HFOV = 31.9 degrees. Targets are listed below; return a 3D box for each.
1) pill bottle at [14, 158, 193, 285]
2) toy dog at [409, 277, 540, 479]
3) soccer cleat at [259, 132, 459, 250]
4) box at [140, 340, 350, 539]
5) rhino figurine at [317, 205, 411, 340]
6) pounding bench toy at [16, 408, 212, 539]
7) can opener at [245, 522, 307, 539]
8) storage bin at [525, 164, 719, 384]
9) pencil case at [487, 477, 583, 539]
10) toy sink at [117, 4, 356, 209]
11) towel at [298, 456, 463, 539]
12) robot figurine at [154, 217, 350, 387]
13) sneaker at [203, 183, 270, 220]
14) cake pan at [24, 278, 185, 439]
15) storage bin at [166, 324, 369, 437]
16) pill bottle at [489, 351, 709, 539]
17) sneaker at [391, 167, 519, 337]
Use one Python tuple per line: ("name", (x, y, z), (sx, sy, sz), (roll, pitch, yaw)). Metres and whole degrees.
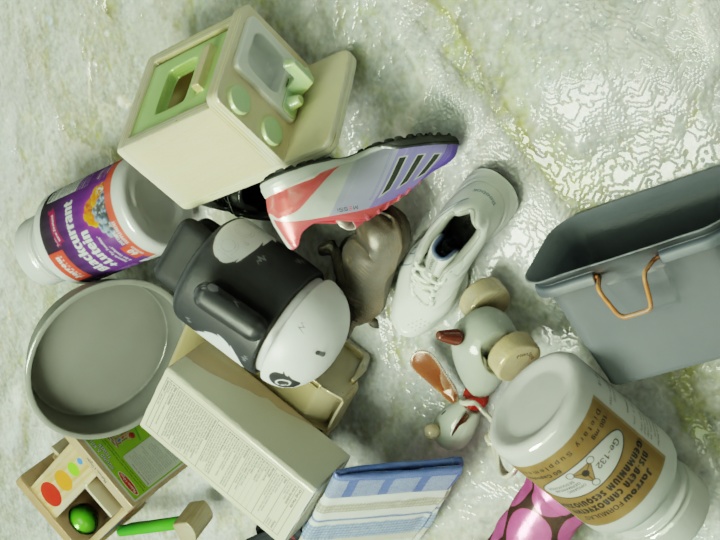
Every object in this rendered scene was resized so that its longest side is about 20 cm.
("pill bottle", (-0.292, -0.049, 1.403), (0.199, 0.111, 0.112), (-19, 100, 35))
("toy dog", (0.098, 0.106, 1.237), (0.132, 0.096, 0.201), (40, 129, 55))
("soccer cleat", (0.006, -0.078, 1.178), (0.068, 0.199, 0.074), (-18, 89, 70))
("box", (-0.120, 0.176, 1.303), (0.200, 0.078, 0.095), (39, 124, 10))
("rhino figurine", (0.000, 0.000, 1.272), (0.088, 0.060, 0.201), (48, 142, 27))
("pounding bench toy", (-0.290, 0.274, 1.530), (0.200, 0.124, 0.156), (48, 126, 4))
("can opener", (-0.064, 0.289, 1.441), (0.199, 0.063, 0.079), (-27, 96, 35))
("storage bin", (0.265, 0.016, 1.096), (0.199, 0.146, 0.135), (-21, 109, 35))
("pencil case", (0.155, 0.277, 1.267), (0.201, 0.090, 0.094), (-58, 32, 18))
("toy sink", (-0.121, -0.165, 1.218), (0.199, 0.131, 0.112), (-16, 137, 35))
("towel", (0.016, 0.249, 1.314), (0.200, 0.146, 0.024), (112, 150, -51))
("robot figurine", (-0.106, 0.030, 1.249), (0.199, 0.150, 0.125), (35, 140, 11))
("sneaker", (-0.121, -0.089, 1.298), (0.199, 0.091, 0.077), (5, 109, 29))
("cake pan", (-0.289, 0.095, 1.426), (0.037, 0.199, 0.202), (36, 129, 47))
("storage bin", (-0.113, 0.132, 1.386), (0.198, 0.094, 0.201), (36, 123, 12))
("pill bottle", (0.225, 0.175, 1.160), (0.200, 0.115, 0.114), (39, 129, -21))
("sneaker", (0.075, -0.010, 1.219), (0.074, 0.087, 0.201), (35, 125, 12))
